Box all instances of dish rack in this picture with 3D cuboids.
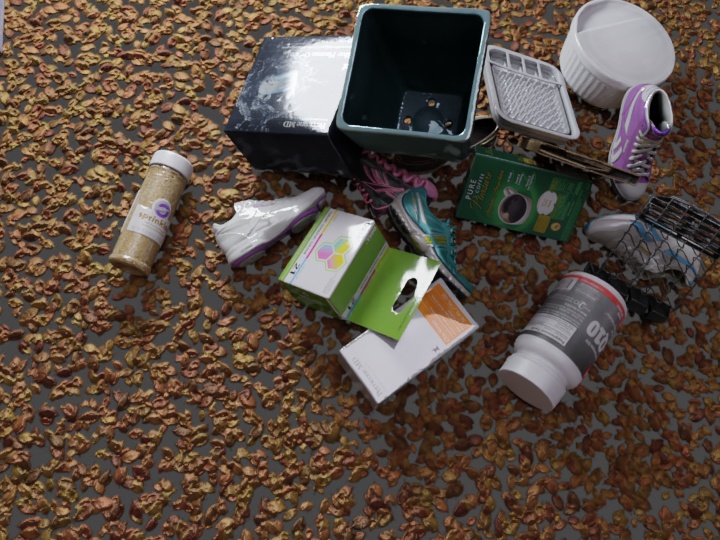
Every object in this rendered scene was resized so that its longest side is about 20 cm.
[{"bbox_3d":[0.468,-0.020,0.989,0.153,0.201,0.055,29,32,5],"label":"dish rack"},{"bbox_3d":[0.293,-0.306,1.115,0.171,0.044,0.201,11,53,-18],"label":"dish rack"}]

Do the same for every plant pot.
[{"bbox_3d":[0.095,-0.266,0.978,0.195,0.200,0.197,9,82,15],"label":"plant pot"}]

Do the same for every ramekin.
[{"bbox_3d":[0.464,-0.392,1.157,0.201,0.094,0.204,4,67,-10],"label":"ramekin"}]

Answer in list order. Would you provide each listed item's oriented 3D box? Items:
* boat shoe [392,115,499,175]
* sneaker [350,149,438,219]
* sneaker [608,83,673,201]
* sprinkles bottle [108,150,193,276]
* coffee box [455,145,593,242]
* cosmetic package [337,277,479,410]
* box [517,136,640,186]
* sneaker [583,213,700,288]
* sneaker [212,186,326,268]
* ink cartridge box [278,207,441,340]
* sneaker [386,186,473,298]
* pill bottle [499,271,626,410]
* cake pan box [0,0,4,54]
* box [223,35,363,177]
[{"bbox_3d":[0.151,-0.223,1.099,0.199,0.060,0.072,-17,74,-10],"label":"boat shoe"},{"bbox_3d":[0.027,-0.138,1.059,0.199,0.079,0.096,26,83,6],"label":"sneaker"},{"bbox_3d":[0.473,-0.208,1.054,0.072,0.114,0.202,-3,109,2],"label":"sneaker"},{"bbox_3d":[-0.335,-0.093,1.008,0.068,0.068,0.201,16,71,1],"label":"sprinkles bottle"},{"bbox_3d":[0.269,-0.127,1.045,0.199,0.124,0.044,12,34,1],"label":"coffee box"},{"bbox_3d":[0.073,0.112,0.970,0.200,0.071,0.102,-35,77,-15],"label":"cosmetic package"},{"bbox_3d":[0.355,-0.185,1.043,0.163,0.200,0.021,19,105,0],"label":"box"},{"bbox_3d":[0.473,-0.035,1.054,0.199,0.077,0.081,19,72,4],"label":"sneaker"},{"bbox_3d":[-0.148,-0.092,1.020,0.200,0.075,0.100,-34,78,-15],"label":"sneaker"},{"bbox_3d":[0.000,0.000,0.955,0.199,0.076,0.148,18,67,34],"label":"ink cartridge box"},{"bbox_3d":[0.126,-0.044,1.005,0.079,0.077,0.200,-35,96,-9],"label":"sneaker"},{"bbox_3d":[0.311,0.109,0.969,0.114,0.114,0.200,39,72,9],"label":"pill bottle"},{"bbox_3d":[-0.737,-0.467,1.114,0.183,0.052,0.201,-8,72,-6],"label":"cake pan box"},{"bbox_3d":[-0.086,-0.272,1.031,0.196,0.117,0.201,8,68,25],"label":"box"}]
